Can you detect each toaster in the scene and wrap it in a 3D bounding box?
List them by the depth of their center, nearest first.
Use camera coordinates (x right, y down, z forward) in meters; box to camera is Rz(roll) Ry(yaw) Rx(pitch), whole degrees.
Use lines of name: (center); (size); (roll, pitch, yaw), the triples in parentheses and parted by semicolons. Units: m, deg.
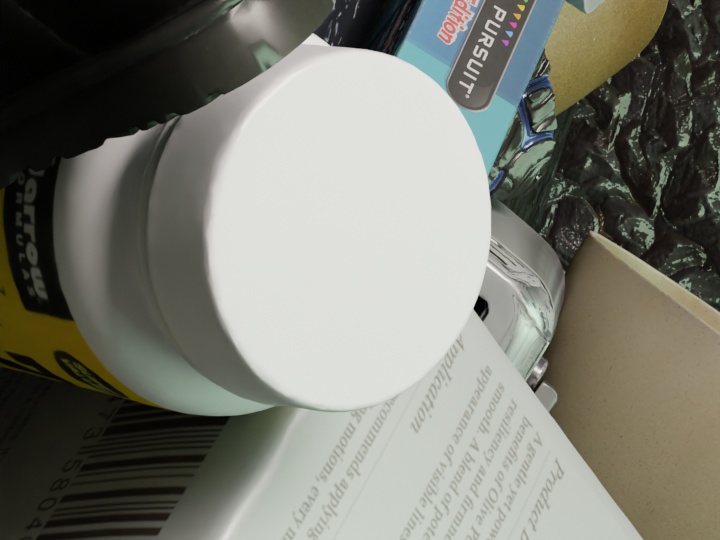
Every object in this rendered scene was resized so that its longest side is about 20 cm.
toaster: (0.000, 0.000, 1.215); (0.114, 0.200, 0.129); (-55, -175, 8)

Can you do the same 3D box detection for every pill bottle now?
pill bottle: (-0.061, -0.020, 0.793); (0.114, 0.200, 0.115); (-5, 98, -37)

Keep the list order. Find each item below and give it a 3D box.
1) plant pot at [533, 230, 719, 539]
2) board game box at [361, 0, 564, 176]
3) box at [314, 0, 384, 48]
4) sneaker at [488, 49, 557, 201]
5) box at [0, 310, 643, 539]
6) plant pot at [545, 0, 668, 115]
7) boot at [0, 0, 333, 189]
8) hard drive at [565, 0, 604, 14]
plant pot: (0.151, 0.092, 1.299); (0.135, 0.200, 0.200); (-55, 173, 6)
board game box: (0.004, -0.039, 0.993); (0.200, 0.047, 0.151); (-49, -167, 52)
box: (-0.047, -0.155, 0.926); (0.200, 0.123, 0.197); (97, 16, -52)
sneaker: (0.015, -0.115, 1.228); (0.075, 0.200, 0.078); (-36, 177, -12)
box: (-0.052, 0.118, 0.881); (0.171, 0.199, 0.199); (52, 49, -27)
plant pot: (0.026, -0.123, 1.355); (0.200, 0.186, 0.187); (-46, 156, -41)
boot: (-0.119, -0.099, 0.682); (0.158, 0.211, 0.079); (59, 34, -18)
hard drive: (0.024, -0.199, 1.034); (0.027, 0.200, 0.132); (-38, 153, -32)
